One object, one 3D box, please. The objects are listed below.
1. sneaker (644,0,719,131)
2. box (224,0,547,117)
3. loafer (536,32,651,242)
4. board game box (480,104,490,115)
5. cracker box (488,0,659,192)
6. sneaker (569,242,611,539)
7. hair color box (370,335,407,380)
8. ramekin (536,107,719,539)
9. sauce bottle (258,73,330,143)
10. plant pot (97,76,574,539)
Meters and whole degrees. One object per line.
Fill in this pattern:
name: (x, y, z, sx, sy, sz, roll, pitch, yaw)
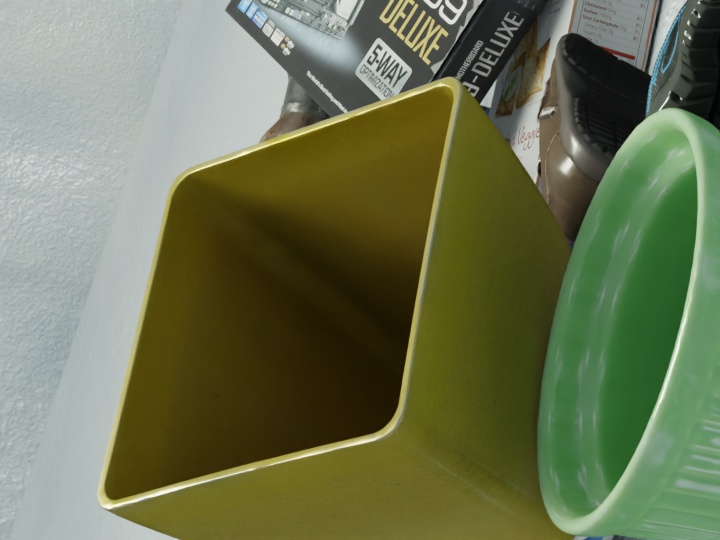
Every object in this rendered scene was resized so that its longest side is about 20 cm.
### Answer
sneaker: (0.188, -0.129, 1.478, 0.200, 0.073, 0.082, 120, 159, -51)
box: (0.019, -0.172, 1.809, 0.158, 0.050, 0.200, -56, 45, 14)
loafer: (0.123, -0.073, 1.626, 0.071, 0.073, 0.200, -60, 2, 22)
board game box: (0.034, -0.005, 1.966, 0.200, 0.096, 0.160, 131, 151, -64)
cracker box: (0.121, -0.096, 1.780, 0.134, 0.057, 0.201, 157, 128, -74)
sneaker: (0.111, 0.085, 1.573, 0.146, 0.080, 0.201, 23, 89, 63)
hair color box: (0.000, 0.000, 1.699, 0.200, 0.064, 0.110, -101, -12, -81)
ramekin: (0.161, 0.034, 1.352, 0.200, 0.097, 0.201, -166, 90, -78)
sauce bottle: (-0.047, -0.052, 2.013, 0.065, 0.064, 0.201, 139, 147, -69)
plant pot: (0.014, 0.053, 1.479, 0.199, 0.176, 0.201, -17, 50, 38)
